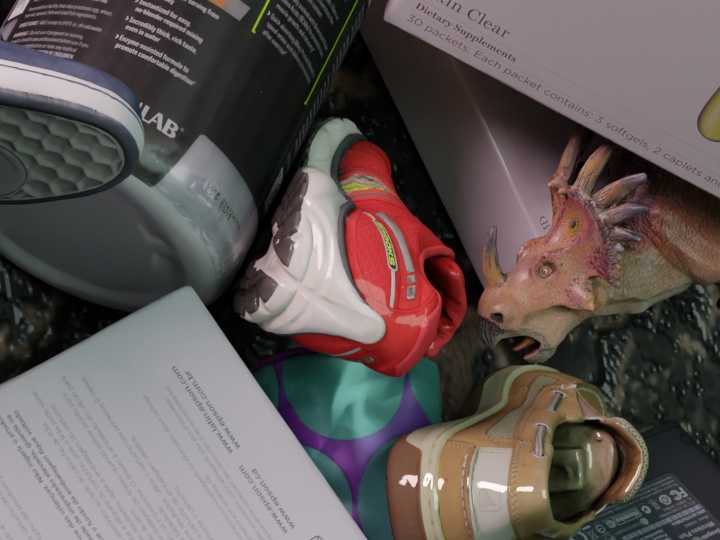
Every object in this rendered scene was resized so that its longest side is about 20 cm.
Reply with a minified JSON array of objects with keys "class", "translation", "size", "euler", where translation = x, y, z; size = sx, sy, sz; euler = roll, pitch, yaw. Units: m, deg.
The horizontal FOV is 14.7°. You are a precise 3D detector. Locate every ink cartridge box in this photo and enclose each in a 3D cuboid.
[{"class":"ink cartridge box","translation":[-0.082,0.129,0.946],"size":[0.200,0.041,0.200],"euler":[-29,80,-37]}]

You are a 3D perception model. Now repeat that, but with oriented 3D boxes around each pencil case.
[{"class":"pencil case","translation":[-0.008,0.132,1.085],"size":[0.092,0.085,0.201],"euler":[-4,81,-1]}]

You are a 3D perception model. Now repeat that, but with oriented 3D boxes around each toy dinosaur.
[{"class":"toy dinosaur","translation":[0.131,-0.046,1.174],"size":[0.135,0.086,0.200],"euler":[30,56,-22]}]

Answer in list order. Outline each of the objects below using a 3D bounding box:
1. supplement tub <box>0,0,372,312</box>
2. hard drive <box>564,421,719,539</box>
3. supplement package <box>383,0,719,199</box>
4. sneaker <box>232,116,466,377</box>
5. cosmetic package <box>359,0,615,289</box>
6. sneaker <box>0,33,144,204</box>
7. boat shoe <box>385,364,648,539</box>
[{"class":"supplement tub","translation":[-0.067,-0.094,1.069],"size":[0.122,0.122,0.200],"euler":[40,59,-23]},{"class":"hard drive","translation":[0.146,0.157,1.157],"size":[0.139,0.033,0.200],"euler":[-17,52,-38]},{"class":"supplement package","translation":[0.132,-0.134,1.118],"size":[0.200,0.111,0.156],"euler":[27,41,-10]},{"class":"sneaker","translation":[0.000,0.000,1.072],"size":[0.085,0.200,0.077],"euler":[29,104,-5]},{"class":"cosmetic package","translation":[0.057,-0.088,1.208],"size":[0.082,0.051,0.200],"euler":[-32,99,-37]},{"class":"sneaker","translation":[-0.156,-0.104,0.977],"size":[0.077,0.202,0.146],"euler":[74,29,-56]},{"class":"boat shoe","translation":[0.076,0.078,1.085],"size":[0.200,0.076,0.072],"euler":[-28,109,-69]}]
